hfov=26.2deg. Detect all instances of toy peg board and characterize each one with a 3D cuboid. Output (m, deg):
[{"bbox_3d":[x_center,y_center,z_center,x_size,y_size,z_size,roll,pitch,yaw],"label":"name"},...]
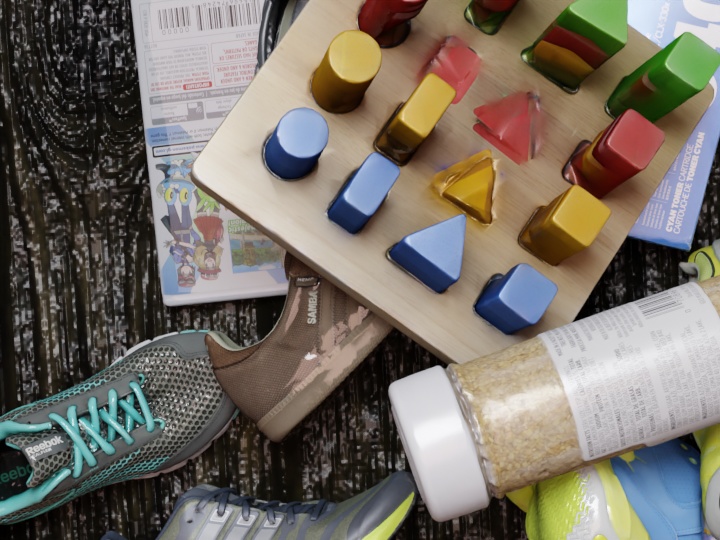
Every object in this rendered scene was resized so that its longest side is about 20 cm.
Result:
[{"bbox_3d":[0.056,-0.076,0.746,0.200,0.098,0.199,35,77,-2],"label":"toy peg board"}]

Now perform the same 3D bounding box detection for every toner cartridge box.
[{"bbox_3d":[0.157,-0.118,0.842,0.095,0.043,0.200,14,94,7],"label":"toner cartridge box"}]

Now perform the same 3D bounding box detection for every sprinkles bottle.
[{"bbox_3d":[0.116,0.052,0.710,0.200,0.068,0.068,-19,90,-1],"label":"sprinkles bottle"}]

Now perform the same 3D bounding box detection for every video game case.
[{"bbox_3d":[-0.023,-0.080,0.877,0.200,0.022,0.183,-6,91,6],"label":"video game case"}]

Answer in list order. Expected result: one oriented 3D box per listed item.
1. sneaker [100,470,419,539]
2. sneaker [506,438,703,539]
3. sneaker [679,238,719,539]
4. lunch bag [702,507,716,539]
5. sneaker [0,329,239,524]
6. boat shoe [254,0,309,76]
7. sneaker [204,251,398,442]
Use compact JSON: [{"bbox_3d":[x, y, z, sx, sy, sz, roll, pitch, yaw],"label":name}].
[{"bbox_3d":[-0.062,0.152,0.866,0.200,0.074,0.081,-24,86,6],"label":"sneaker"},{"bbox_3d":[0.120,0.090,0.809,0.105,0.200,0.076,21,122,-23],"label":"sneaker"},{"bbox_3d":[0.193,0.060,0.793,0.076,0.200,0.075,-10,128,31],"label":"sneaker"},{"bbox_3d":[0.233,0.198,0.828,0.200,0.082,0.161,46,99,4],"label":"lunch bag"},{"bbox_3d":[-0.156,0.097,0.864,0.200,0.091,0.078,-28,90,7],"label":"sneaker"},{"bbox_3d":[-0.017,-0.139,0.829,0.074,0.066,0.200,19,93,7],"label":"boat shoe"},{"bbox_3d":[0.000,0.000,0.829,0.200,0.070,0.076,-45,83,1],"label":"sneaker"}]
